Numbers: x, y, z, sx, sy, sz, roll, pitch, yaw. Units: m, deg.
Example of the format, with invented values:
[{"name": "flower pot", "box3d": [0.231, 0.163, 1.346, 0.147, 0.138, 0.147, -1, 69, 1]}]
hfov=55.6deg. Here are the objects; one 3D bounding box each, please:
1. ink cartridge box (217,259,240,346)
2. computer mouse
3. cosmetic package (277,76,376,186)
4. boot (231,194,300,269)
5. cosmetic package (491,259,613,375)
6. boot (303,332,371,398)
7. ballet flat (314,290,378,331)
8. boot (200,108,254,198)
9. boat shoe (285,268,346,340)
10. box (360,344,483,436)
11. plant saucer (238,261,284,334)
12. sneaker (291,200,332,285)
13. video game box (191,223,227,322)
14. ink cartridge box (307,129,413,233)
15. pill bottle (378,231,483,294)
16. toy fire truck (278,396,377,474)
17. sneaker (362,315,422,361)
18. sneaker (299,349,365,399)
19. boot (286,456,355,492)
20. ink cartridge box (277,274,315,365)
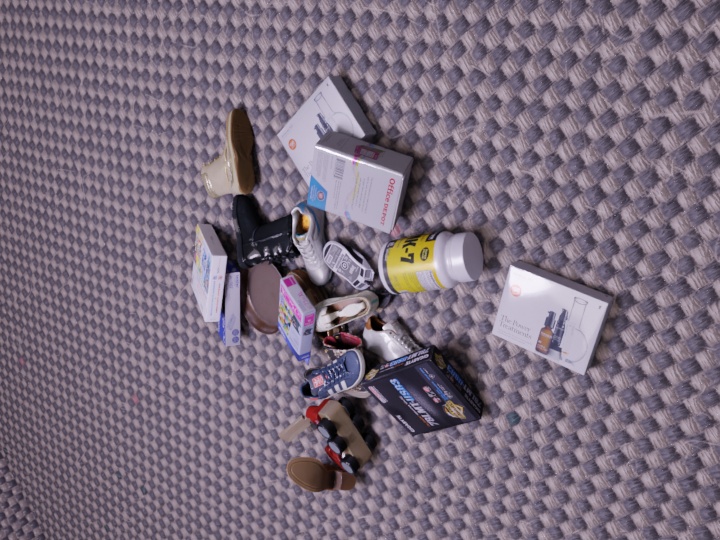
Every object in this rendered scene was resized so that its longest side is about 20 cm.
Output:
[{"name": "ink cartridge box", "box3d": [-0.345, 0.084, 1.788, 0.094, 0.043, 0.205, -138, 47, -58]}, {"name": "computer mouse", "box3d": [0.000, 0.000, 1.554, 0.199, 0.044, 0.111, 41, 127, 12]}, {"name": "cosmetic package", "box3d": [-0.078, -0.300, 1.505, 0.199, 0.051, 0.153, -39, 78, 36]}, {"name": "boot", "box3d": [-0.227, -0.104, 1.660, 0.159, 0.073, 0.204, -13, 77, 24]}, {"name": "cosmetic package", "box3d": [0.366, 0.088, 1.318, 0.197, 0.051, 0.154, 23, 113, 28]}, {"name": "boot", "box3d": [-0.060, 0.220, 1.612, 0.196, 0.073, 0.153, 7, 128, 29]}, {"name": "ballet flat", "box3d": [-0.051, 0.092, 1.538, 0.197, 0.062, 0.069, -24, 93, 25]}, {"name": "boot", "box3d": [-0.332, -0.284, 1.684, 0.153, 0.072, 0.206, -3, 94, 43]}, {"name": "boat shoe", "box3d": [-0.114, 0.083, 1.636, 0.201, 0.073, 0.076, 49, 125, 13]}, {"name": "box", "box3d": [0.134, 0.267, 1.480, 0.196, 0.050, 0.201, -25, 118, 35]}, {"name": "plant saucer", "box3d": [-0.241, 0.061, 1.733, 0.197, 0.032, 0.206, 14, 110, 40]}, {"name": "sneaker", "box3d": [-0.119, -0.060, 1.594, 0.075, 0.080, 0.205, -3, 103, 33]}, {"name": "video game box", "box3d": [-0.394, 0.002, 1.768, 0.200, 0.046, 0.186, -130, 44, -54]}, {"name": "ink cartridge box", "box3d": [-0.001, -0.185, 1.428, 0.196, 0.085, 0.147, 21, 128, 10]}, {"name": "pill bottle", "box3d": [0.144, -0.017, 1.402, 0.196, 0.114, 0.117, -8, 99, 35]}, {"name": "toy fire truck", "box3d": [-0.087, 0.405, 1.672, 0.198, 0.129, 0.178, -3, 124, 52]}, {"name": "sneaker", "box3d": [0.086, 0.161, 1.519, 0.197, 0.072, 0.087, 23, 118, 29]}, {"name": "sneaker", "box3d": [-0.067, 0.238, 1.512, 0.200, 0.083, 0.076, -45, 58, 41]}, {"name": "boot", "box3d": [-0.126, 0.509, 1.696, 0.154, 0.197, 0.075, -15, 55, 55]}, {"name": "ink cartridge box", "box3d": [-0.153, 0.124, 1.602, 0.120, 0.041, 0.203, 53, 150, 35]}]
